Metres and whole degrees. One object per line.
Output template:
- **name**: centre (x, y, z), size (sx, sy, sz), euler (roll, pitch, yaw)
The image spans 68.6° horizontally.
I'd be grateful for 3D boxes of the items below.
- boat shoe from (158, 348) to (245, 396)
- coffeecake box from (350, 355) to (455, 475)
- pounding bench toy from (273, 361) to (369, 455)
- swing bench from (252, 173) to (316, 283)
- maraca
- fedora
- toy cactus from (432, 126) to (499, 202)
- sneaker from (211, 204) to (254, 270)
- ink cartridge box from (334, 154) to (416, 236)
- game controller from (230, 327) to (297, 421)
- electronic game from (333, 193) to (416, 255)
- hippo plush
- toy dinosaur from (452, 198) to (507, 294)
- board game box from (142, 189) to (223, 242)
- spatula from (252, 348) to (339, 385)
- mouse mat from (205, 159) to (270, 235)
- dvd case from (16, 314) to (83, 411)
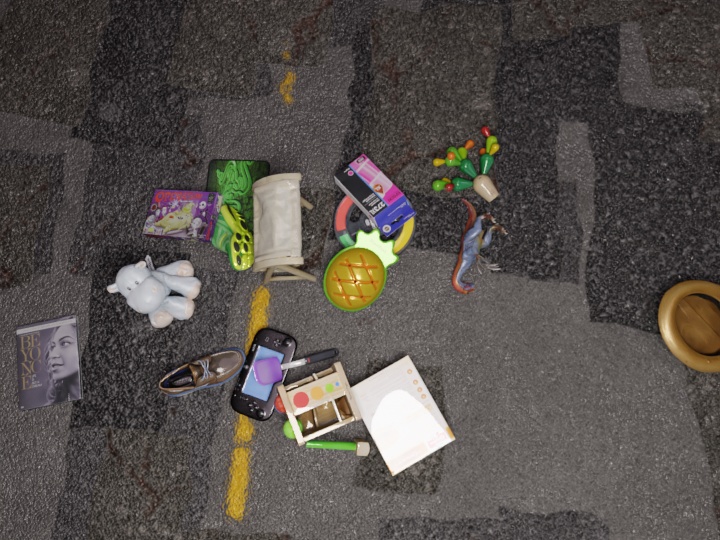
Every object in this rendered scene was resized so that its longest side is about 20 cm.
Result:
- **boat shoe**: centre (-0.357, 0.234, 1.194), size (0.199, 0.072, 0.072), euler (-26, 77, -3)
- **coffeecake box**: centre (0.087, 0.312, 1.148), size (0.153, 0.073, 0.201), euler (-29, 76, -4)
- **pounding bench toy**: centre (-0.085, 0.320, 1.114), size (0.155, 0.124, 0.201), euler (-20, 78, -15)
- **swing bench**: centre (-0.179, -0.087, 1.194), size (0.129, 0.200, 0.200), euler (-3, 77, 3)
- **maraca**: centre (0.000, 0.000, 1.203), size (0.137, 0.107, 0.200), euler (35, 95, -9)
- **fedora**: centre (0.730, 0.121, 1.151), size (0.199, 0.082, 0.202), euler (0, 81, 0)
- **toy cactus**: centre (0.273, -0.241, 1.269), size (0.200, 0.102, 0.165), euler (-40, 87, -15)
- **sneaker**: centre (-0.300, -0.067, 1.244), size (0.084, 0.074, 0.200), euler (-47, 47, 24)
- **ink cartridge box**: centre (0.034, -0.181, 1.256), size (0.095, 0.037, 0.200), euler (-38, 72, -10)
- **game controller**: centre (-0.219, 0.234, 1.199), size (0.104, 0.042, 0.201), euler (19, 78, 2)
- **electronic game**: centre (0.034, -0.116, 1.271), size (0.199, 0.042, 0.201), euler (-1, 77, 3)
- **hippo plush**: centre (-0.470, 0.024, 1.206), size (0.159, 0.161, 0.200), euler (-39, 77, -6)
- **toy dinosaur**: centre (0.263, -0.042, 1.242), size (0.182, 0.105, 0.200), euler (-48, 41, 5)
- **board game box**: centre (-0.432, -0.134, 1.280), size (0.199, 0.032, 0.121), euler (5, 72, 24)
- **spatula**: centre (-0.140, 0.208, 1.185), size (0.199, 0.021, 0.057), euler (-12, 86, -18)
- **mouse mat**: centre (-0.314, -0.186, 1.327), size (0.160, 0.008, 0.201), euler (2, 76, 4)
- **dvd case**: centre (-0.737, 0.217, 1.250), size (0.148, 0.016, 0.201), euler (-11, 76, 1)
